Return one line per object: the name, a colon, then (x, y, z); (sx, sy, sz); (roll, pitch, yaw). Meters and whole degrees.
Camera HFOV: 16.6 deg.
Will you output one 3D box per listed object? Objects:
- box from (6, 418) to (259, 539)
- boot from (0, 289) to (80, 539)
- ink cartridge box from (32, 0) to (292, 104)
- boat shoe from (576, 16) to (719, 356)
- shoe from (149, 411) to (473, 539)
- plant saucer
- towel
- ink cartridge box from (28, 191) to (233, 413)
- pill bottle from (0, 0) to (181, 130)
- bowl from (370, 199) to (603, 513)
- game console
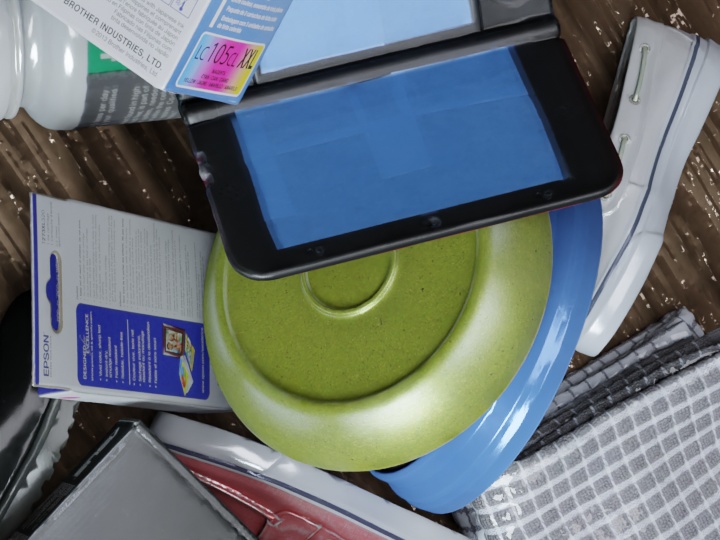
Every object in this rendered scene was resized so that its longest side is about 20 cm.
box: (-0.117, 0.211, 1.245); (0.200, 0.047, 0.193); (-46, 105, -14)
boot: (-0.237, 0.079, 1.258); (0.157, 0.079, 0.212); (26, 83, -19)
ink cartridge box: (-0.075, -0.197, 1.135); (0.136, 0.076, 0.201); (35, 105, 21)
boat shoe: (0.145, -0.051, 1.413); (0.067, 0.074, 0.201); (25, 73, -5)
shoe: (-0.037, 0.152, 1.339); (0.199, 0.071, 0.091); (26, 83, -19)
plant saucer: (0.000, 0.000, 1.240); (0.031, 0.199, 0.201); (34, 77, -57)
towel: (0.162, 0.138, 1.407); (0.199, 0.086, 0.166); (-29, 102, -18)
ink cartridge box: (-0.122, 0.020, 1.253); (0.200, 0.037, 0.095); (15, 72, -64)
pill bottle: (-0.121, -0.132, 1.278); (0.199, 0.113, 0.114); (-8, 94, -21)
bowl: (0.058, 0.028, 1.303); (0.039, 0.200, 0.201); (23, 83, -19)
game console: (0.010, -0.112, 1.195); (0.199, 0.119, 0.173); (-14, 111, -9)
